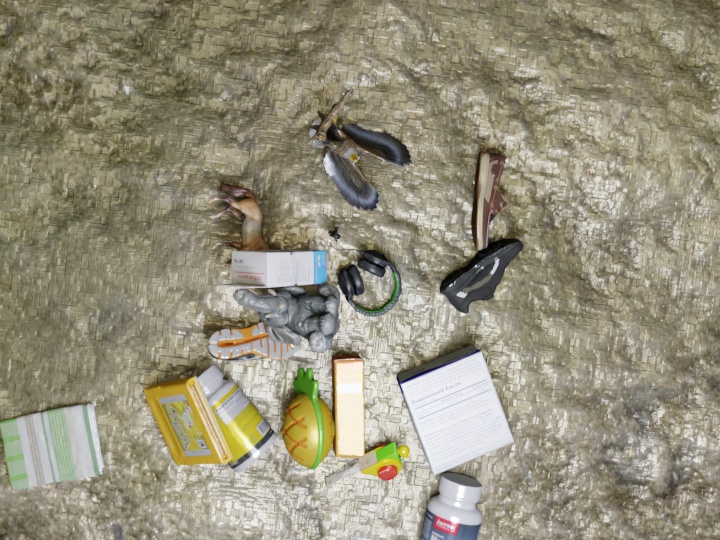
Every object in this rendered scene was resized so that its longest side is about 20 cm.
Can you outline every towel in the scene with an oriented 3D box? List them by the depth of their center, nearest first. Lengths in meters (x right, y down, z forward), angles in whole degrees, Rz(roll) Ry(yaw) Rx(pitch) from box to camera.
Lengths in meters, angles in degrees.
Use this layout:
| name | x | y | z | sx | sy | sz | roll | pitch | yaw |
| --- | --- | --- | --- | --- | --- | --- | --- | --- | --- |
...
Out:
| name | x | y | z | sx | sy | sz | roll | pitch | yaw |
| --- | --- | --- | --- | --- | --- | --- | --- | --- | --- |
| towel | -0.638 | 0.364 | 1.700 | 0.195 | 0.031 | 0.153 | -10 | 90 | 0 |

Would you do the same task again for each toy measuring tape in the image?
| name | x | y | z | sx | sy | sz | roll | pitch | yaw |
| --- | --- | --- | --- | --- | --- | --- | --- | --- | --- |
| toy measuring tape | 0.022 | 0.418 | 1.716 | 0.197 | 0.074 | 0.075 | -30 | 92 | 15 |

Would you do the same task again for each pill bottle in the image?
| name | x | y | z | sx | sy | sz | roll | pitch | yaw |
| --- | --- | --- | --- | --- | --- | --- | --- | --- | --- |
| pill bottle | -0.272 | 0.298 | 1.667 | 0.114 | 0.114 | 0.201 | -39 | 92 | -1 |
| pill bottle | 0.187 | 0.531 | 1.691 | 0.117 | 0.120 | 0.205 | 12 | 91 | -3 |

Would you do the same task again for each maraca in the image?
| name | x | y | z | sx | sy | sz | roll | pitch | yaw |
| --- | --- | --- | --- | --- | --- | --- | --- | --- | --- |
| maraca | -0.107 | 0.301 | 1.669 | 0.105 | 0.136 | 0.205 | -1 | 85 | -30 |

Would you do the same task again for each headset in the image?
| name | x | y | z | sx | sy | sz | roll | pitch | yaw |
| --- | --- | --- | --- | --- | --- | --- | --- | --- | --- |
| headset | 0.000 | 0.000 | 1.704 | 0.123 | 0.094 | 0.201 | -39 | 108 | -5 |

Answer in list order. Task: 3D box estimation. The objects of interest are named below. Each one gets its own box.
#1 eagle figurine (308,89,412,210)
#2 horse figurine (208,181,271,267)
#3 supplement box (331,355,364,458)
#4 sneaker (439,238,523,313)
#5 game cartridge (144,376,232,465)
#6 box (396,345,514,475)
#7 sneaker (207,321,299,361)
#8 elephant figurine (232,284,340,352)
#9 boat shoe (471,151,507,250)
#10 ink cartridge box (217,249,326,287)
| name | x | y | z | sx | sy | sz | roll | pitch | yaw |
| --- | --- | --- | --- | --- | --- | --- | --- | --- | --- |
| eagle figurine | -0.014 | -0.239 | 1.673 | 0.150 | 0.153 | 0.199 | -26 | 131 | 37 |
| horse figurine | -0.244 | -0.087 | 1.686 | 0.129 | 0.050 | 0.205 | -5 | 86 | -15 |
| supplement box | -0.026 | 0.281 | 1.699 | 0.067 | 0.067 | 0.205 | -3 | 91 | -7 |
| sneaker | 0.262 | 0.010 | 1.711 | 0.198 | 0.076 | 0.091 | -37 | 102 | 6 |
| game cartridge | -0.349 | 0.304 | 1.631 | 0.032 | 0.198 | 0.179 | -29 | 98 | -43 |
| box | 0.192 | 0.284 | 1.691 | 0.180 | 0.105 | 0.204 | -21 | 93 | -1 |
| sneaker | -0.221 | 0.150 | 1.689 | 0.196 | 0.077 | 0.080 | 2 | 72 | -21 |
| elephant figurine | -0.143 | 0.082 | 1.636 | 0.195 | 0.143 | 0.158 | 8 | 124 | 4 |
| boat shoe | 0.272 | -0.143 | 1.702 | 0.070 | 0.072 | 0.205 | 5 | 85 | -1 |
| ink cartridge box | -0.174 | -0.006 | 1.610 | 0.198 | 0.114 | 0.070 | -4 | 94 | -47 |
